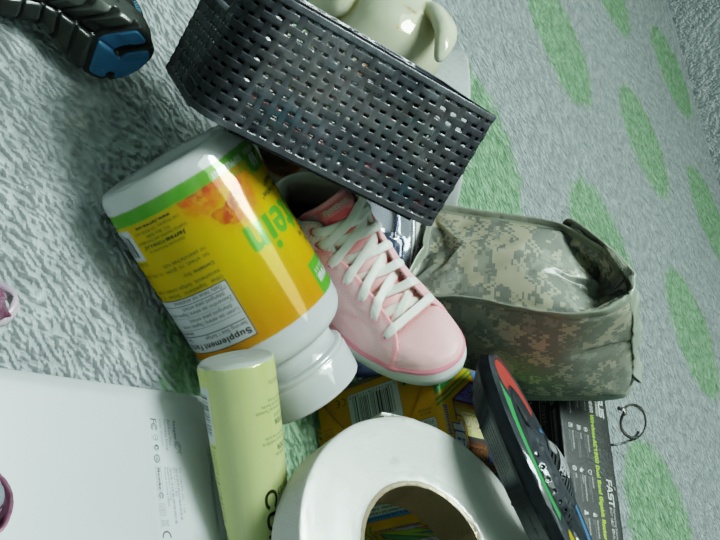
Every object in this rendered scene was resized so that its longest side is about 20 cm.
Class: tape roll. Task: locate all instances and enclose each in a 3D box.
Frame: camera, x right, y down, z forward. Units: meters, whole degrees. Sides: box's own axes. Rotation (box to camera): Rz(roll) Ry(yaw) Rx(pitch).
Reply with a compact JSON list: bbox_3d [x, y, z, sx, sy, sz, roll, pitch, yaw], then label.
[{"bbox_3d":[0.034,0.193,0.679,0.202,0.037,0.203,23,47,-26],"label":"tape roll"}]

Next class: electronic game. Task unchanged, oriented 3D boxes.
[{"bbox_3d":[0.137,0.155,0.782,0.200,0.042,0.200,60,11,-20],"label":"electronic game"}]

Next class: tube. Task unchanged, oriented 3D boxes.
[{"bbox_3d":[-0.068,0.153,0.684,0.058,0.052,0.201,-12,100,-36],"label":"tube"}]

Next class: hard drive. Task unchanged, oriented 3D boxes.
[{"bbox_3d":[-0.156,0.132,0.620,0.200,0.025,0.132,20,55,-55],"label":"hard drive"}]

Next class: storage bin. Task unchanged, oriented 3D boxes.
[{"bbox_3d":[-0.022,-0.125,0.730,0.200,0.094,0.135,23,15,-27],"label":"storage bin"}]

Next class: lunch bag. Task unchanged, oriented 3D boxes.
[{"bbox_3d":[0.153,0.037,0.923,0.164,0.200,0.118,72,33,-51],"label":"lunch bag"}]

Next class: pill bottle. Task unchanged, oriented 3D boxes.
[{"bbox_3d":[-0.084,0.006,0.736,0.200,0.111,0.111,60,30,-16],"label":"pill bottle"}]

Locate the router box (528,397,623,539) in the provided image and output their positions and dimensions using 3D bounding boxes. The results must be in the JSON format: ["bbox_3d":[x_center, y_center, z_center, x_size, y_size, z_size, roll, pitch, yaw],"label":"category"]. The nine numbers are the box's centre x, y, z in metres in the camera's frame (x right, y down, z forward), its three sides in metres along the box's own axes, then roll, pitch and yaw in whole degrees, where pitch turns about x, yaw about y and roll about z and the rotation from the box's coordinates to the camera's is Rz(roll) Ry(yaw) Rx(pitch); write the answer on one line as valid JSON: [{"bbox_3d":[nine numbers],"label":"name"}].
[{"bbox_3d":[0.172,0.217,0.987,0.062,0.150,0.200,19,52,-23],"label":"router box"}]

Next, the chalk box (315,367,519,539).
[{"bbox_3d":[0.072,0.163,0.887,0.200,0.125,0.124,22,53,-52],"label":"chalk box"}]

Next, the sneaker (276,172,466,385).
[{"bbox_3d":[0.000,0.000,0.791,0.075,0.105,0.200,-38,63,-24],"label":"sneaker"}]

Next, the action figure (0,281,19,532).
[{"bbox_3d":[-0.230,0.091,0.484,0.149,0.134,0.201,142,-56,-77],"label":"action figure"}]

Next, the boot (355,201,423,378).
[{"bbox_3d":[0.004,-0.007,0.892,0.090,0.073,0.201,18,72,-63],"label":"boot"}]

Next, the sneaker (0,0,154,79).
[{"bbox_3d":[-0.225,-0.209,0.699,0.200,0.073,0.082,41,22,-49],"label":"sneaker"}]

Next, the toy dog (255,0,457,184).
[{"bbox_3d":[-0.015,-0.144,0.892,0.200,0.194,0.140,-60,142,-12],"label":"toy dog"}]

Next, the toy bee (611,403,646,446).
[{"bbox_3d":[0.224,0.234,1.146,0.200,0.109,0.131,-21,98,-37],"label":"toy bee"}]

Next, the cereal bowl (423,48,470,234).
[{"bbox_3d":[0.048,-0.121,1.017,0.200,0.083,0.201,-173,-90,-86],"label":"cereal bowl"}]
